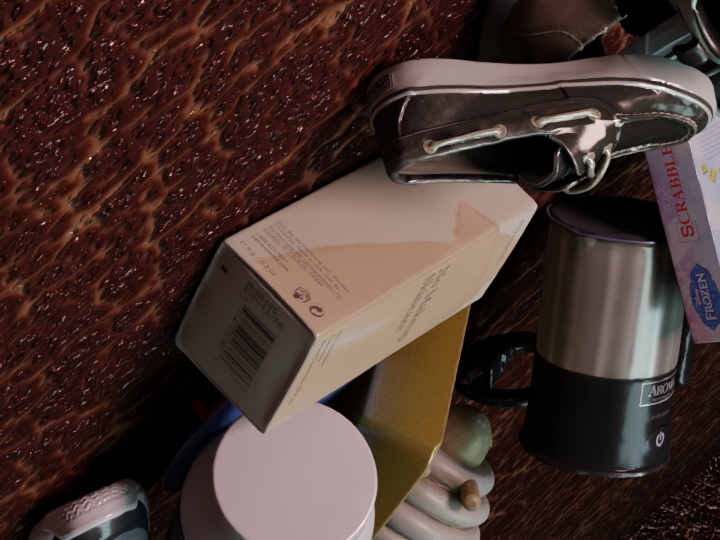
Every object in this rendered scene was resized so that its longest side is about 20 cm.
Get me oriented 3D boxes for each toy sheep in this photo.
[{"bbox_3d":[0.038,0.190,1.655,0.200,0.138,0.138,-53,163,12],"label":"toy sheep"}]

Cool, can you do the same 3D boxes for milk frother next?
[{"bbox_3d":[0.159,0.033,1.590,0.180,0.200,0.189,-33,131,-63],"label":"milk frother"}]

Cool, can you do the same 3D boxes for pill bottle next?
[{"bbox_3d":[-0.055,0.155,1.233,0.116,0.116,0.200,-38,168,-23],"label":"pill bottle"}]

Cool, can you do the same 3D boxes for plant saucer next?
[{"bbox_3d":[-0.001,0.115,1.401,0.200,0.048,0.200,-57,-170,34],"label":"plant saucer"}]

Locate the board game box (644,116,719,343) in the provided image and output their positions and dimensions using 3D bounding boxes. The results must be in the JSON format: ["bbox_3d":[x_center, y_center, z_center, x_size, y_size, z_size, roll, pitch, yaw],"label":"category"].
[{"bbox_3d":[0.282,-0.072,1.516,0.041,0.200,0.200,-8,-169,39],"label":"board game box"}]

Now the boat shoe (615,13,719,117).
[{"bbox_3d":[0.215,-0.122,1.203,0.200,0.071,0.072,-31,171,27],"label":"boat shoe"}]

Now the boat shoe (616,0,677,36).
[{"bbox_3d":[0.192,-0.191,1.178,0.065,0.073,0.200,-45,165,-18],"label":"boat shoe"}]

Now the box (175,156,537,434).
[{"bbox_3d":[0.000,0.000,1.167,0.200,0.078,0.095,-31,158,-41],"label":"box"}]

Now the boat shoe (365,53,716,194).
[{"bbox_3d":[0.101,-0.071,1.098,0.200,0.064,0.071,-3,152,-18],"label":"boat shoe"}]

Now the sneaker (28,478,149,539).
[{"bbox_3d":[-0.142,0.204,1.239,0.075,0.114,0.200,-24,160,-18],"label":"sneaker"}]

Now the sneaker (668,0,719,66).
[{"bbox_3d":[0.230,-0.108,1.108,0.074,0.200,0.118,-44,-156,19],"label":"sneaker"}]

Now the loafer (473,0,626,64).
[{"bbox_3d":[0.103,-0.107,1.167,0.073,0.071,0.200,-40,164,-14],"label":"loafer"}]

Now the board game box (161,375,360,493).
[{"bbox_3d":[-0.052,0.061,1.272,0.200,0.039,0.158,-25,161,-44],"label":"board game box"}]
